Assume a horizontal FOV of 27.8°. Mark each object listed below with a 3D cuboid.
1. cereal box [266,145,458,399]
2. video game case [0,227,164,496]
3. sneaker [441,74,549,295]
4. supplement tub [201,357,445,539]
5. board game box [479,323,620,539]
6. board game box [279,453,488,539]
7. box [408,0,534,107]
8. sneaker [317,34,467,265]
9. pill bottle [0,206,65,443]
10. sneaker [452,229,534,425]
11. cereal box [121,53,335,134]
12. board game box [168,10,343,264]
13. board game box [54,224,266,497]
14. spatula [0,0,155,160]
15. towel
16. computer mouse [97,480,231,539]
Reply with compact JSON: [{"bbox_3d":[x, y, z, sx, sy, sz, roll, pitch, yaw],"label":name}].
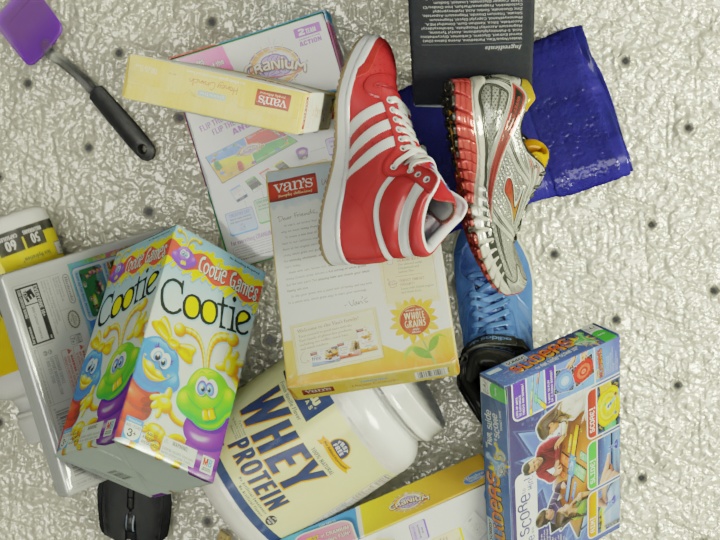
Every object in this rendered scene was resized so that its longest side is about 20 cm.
[{"bbox_3d":[0.000,0.000,1.237,0.143,0.040,0.201,-9,68,5],"label":"cereal box"},{"bbox_3d":[-0.223,0.079,1.313,0.024,0.182,0.201,-12,95,47],"label":"video game case"},{"bbox_3d":[0.123,-0.069,1.221,0.082,0.078,0.201,-11,119,-2],"label":"sneaker"},{"bbox_3d":[-0.039,0.145,1.304,0.200,0.145,0.145,-35,92,8],"label":"supplement tub"},{"bbox_3d":[0.169,0.161,1.273,0.135,0.034,0.201,-20,118,-31],"label":"board game box"},{"bbox_3d":[0.041,0.269,1.303,0.199,0.040,0.154,-21,121,-10],"label":"board game box"},{"bbox_3d":[0.091,-0.256,1.206,0.104,0.149,0.201,-1,137,3],"label":"box"},{"bbox_3d":[0.035,-0.100,1.191,0.112,0.071,0.201,0,75,27],"label":"sneaker"},{"bbox_3d":[-0.306,0.051,1.337,0.111,0.111,0.201,-21,94,7],"label":"pill bottle"},{"bbox_3d":[0.122,0.049,1.297,0.076,0.111,0.201,-4,95,6],"label":"sneaker"},{"bbox_3d":[-0.102,-0.144,1.198,0.143,0.200,0.040,12,97,3],"label":"cereal box"},{"bbox_3d":[-0.073,-0.118,1.327,0.152,0.040,0.201,-15,94,6],"label":"board game box"},{"bbox_3d":[-0.171,0.080,1.262,0.105,0.103,0.201,29,59,-31],"label":"board game box"},{"bbox_3d":[-0.260,-0.179,1.354,0.200,0.021,0.057,46,110,-3],"label":"spatula"},{"bbox_3d":[0.130,-0.121,1.306,0.199,0.050,0.148,-18,73,7],"label":"towel"},{"bbox_3d":[-0.187,0.226,1.375,0.140,0.046,0.201,13,96,5],"label":"computer mouse"}]
